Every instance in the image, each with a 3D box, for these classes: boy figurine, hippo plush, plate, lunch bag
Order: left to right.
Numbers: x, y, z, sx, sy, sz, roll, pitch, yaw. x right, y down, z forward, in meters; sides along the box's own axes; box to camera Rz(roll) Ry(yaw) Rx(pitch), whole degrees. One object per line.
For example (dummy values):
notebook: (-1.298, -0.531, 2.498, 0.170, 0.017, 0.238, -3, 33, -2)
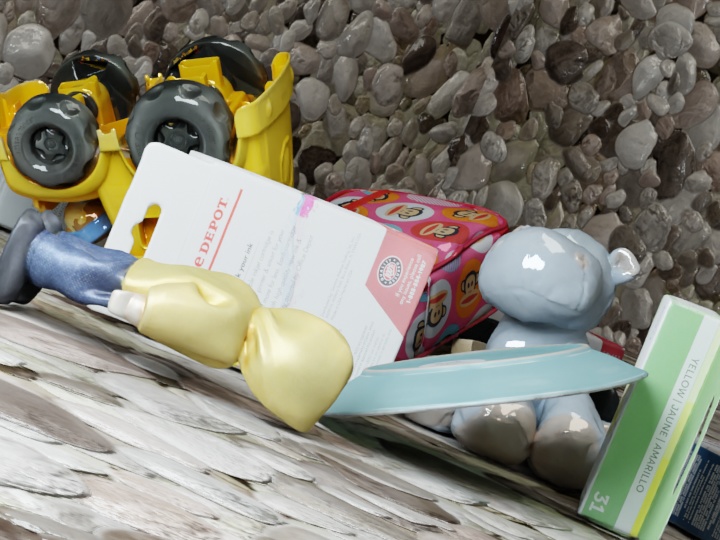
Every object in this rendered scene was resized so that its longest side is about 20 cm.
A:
boy figurine: (-0.099, 0.026, 1.304, 0.200, 0.064, 0.124, 24, 3, 5)
lunch bag: (0.000, 0.000, 1.753, 0.176, 0.082, 0.200, 13, 23, 28)
plate: (0.069, 0.063, 1.396, 0.200, 0.026, 0.200, -7, 1, 0)
hippo plush: (0.139, 0.055, 1.609, 0.159, 0.161, 0.200, 24, 3, 27)

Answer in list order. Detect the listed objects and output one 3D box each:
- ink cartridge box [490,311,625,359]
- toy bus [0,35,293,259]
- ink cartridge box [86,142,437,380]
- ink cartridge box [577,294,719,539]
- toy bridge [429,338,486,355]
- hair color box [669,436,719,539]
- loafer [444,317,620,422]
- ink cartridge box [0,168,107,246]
ink cartridge box: (0.119, 0.062, 2.075, 0.147, 0.083, 0.200, 26, 4, 34)
toy bus: (-0.137, -0.048, 1.578, 0.200, 0.192, 0.136, -4, 22, 11)
ink cartridge box: (-0.068, 0.000, 1.473, 0.200, 0.117, 0.067, 22, 3, -19)
ink cartridge box: (0.179, 0.091, 1.422, 0.048, 0.146, 0.200, 23, 3, 6)
toy bridge: (0.085, 0.067, 1.763, 0.200, 0.027, 0.067, 5, -4, 22)
hair color box: (0.277, 0.168, 1.590, 0.100, 0.061, 0.200, 21, 4, -30)
loafer: (0.122, 0.095, 1.821, 0.200, 0.073, 0.072, 30, -15, 39)
ink cartridge box: (-0.200, -0.055, 1.799, 0.200, 0.083, 0.146, 22, 4, -28)
